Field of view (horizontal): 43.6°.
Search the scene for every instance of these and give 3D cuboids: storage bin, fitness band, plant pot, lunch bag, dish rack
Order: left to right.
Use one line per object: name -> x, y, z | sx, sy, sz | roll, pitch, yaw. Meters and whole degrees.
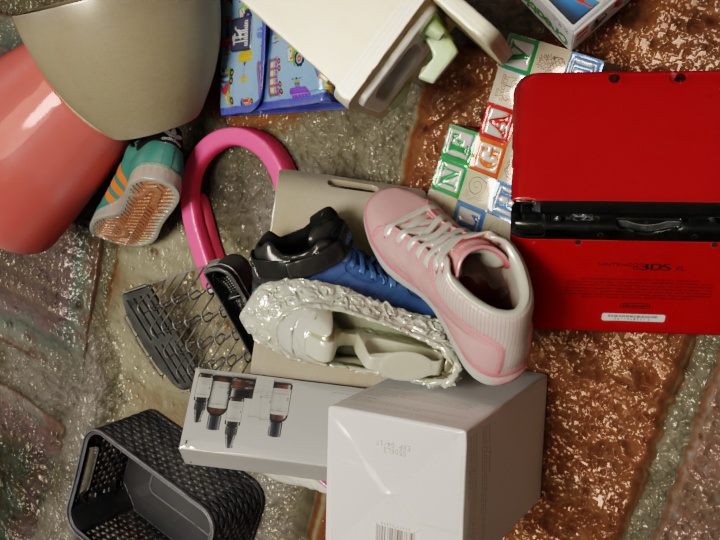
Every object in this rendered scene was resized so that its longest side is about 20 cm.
plant pot -> -0.352, -0.150, 0.986 | 0.176, 0.200, 0.202 | -35, 79, 20
plant pot -> -0.221, -0.208, 0.887 | 0.197, 0.200, 0.137 | 0, 115, 30
storage bin -> -0.220, 0.264, 1.007 | 0.198, 0.093, 0.137 | 27, 109, 24
dish rack -> -0.167, 0.068, 0.944 | 0.197, 0.055, 0.155 | -15, 112, 31
fitness band -> -0.118, -0.048, 0.939 | 0.142, 0.037, 0.204 | -19, 88, 31
lunch bag -> -0.073, -0.231, 0.872 | 0.198, 0.093, 0.154 | 4, 97, 44

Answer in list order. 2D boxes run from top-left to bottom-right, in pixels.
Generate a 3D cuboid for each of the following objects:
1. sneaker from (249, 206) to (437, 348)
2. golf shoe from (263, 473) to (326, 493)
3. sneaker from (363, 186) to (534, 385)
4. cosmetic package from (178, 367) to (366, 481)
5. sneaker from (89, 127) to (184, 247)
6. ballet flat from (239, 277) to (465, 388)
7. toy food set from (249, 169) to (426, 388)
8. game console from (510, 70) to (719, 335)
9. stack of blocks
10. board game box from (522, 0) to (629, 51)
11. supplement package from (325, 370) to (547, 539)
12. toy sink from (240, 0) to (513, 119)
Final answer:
sneaker -> 0.000, 0.000, 0.786 | 0.196, 0.077, 0.113 | -6, 112, 4
golf shoe -> -0.048, 0.188, 0.917 | 0.197, 0.076, 0.092 | 22, 151, 11
sneaker -> 0.069, -0.015, 0.704 | 0.201, 0.074, 0.105 | 55, 162, 30
cosmetic package -> -0.066, 0.150, 0.857 | 0.196, 0.051, 0.084 | 6, 63, 2
sneaker -> -0.236, -0.089, 0.979 | 0.199, 0.071, 0.081 | -29, 45, 52
ballet flat -> -0.004, 0.054, 0.732 | 0.196, 0.072, 0.073 | 11, 103, -1
toy food set -> -0.023, 0.013, 0.858 | 0.141, 0.060, 0.204 | 8, 101, -5
game console -> 0.217, -0.050, 0.708 | 0.196, 0.120, 0.174 | 2, 135, 10
stack of blocks -> 0.131, -0.093, 0.772 | 0.114, 0.058, 0.203 | 24, 108, 26
board game box -> 0.150, -0.290, 0.719 | 0.126, 0.035, 0.201 | -39, 75, -1
supplement package -> 0.071, 0.157, 0.758 | 0.119, 0.199, 0.122 | 5, 99, 29
toy sink -> 0.005, -0.193, 0.699 | 0.199, 0.130, 0.112 | 42, 104, 7
